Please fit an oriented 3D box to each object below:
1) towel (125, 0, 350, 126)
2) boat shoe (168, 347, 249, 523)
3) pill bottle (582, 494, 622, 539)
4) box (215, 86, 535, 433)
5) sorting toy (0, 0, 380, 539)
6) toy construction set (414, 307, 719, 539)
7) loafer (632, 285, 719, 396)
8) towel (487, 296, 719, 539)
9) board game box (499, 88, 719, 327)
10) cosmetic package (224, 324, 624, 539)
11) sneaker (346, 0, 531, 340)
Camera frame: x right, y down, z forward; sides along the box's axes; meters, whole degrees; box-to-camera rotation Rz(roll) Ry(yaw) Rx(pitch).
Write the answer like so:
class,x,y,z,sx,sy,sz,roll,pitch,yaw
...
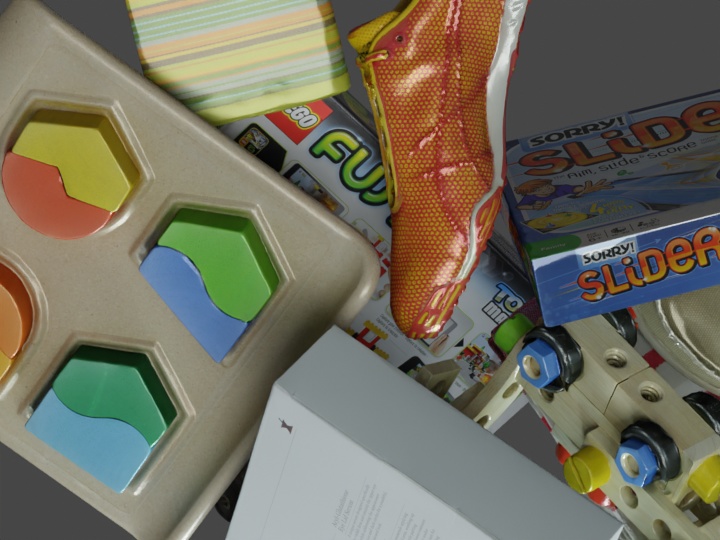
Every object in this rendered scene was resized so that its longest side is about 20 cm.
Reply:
class,x,y,z,sx,sy,sz,roll,pitch,yaw
towel,-0.067,-0.161,1.270,0.086,0.018,0.200,-13,106,1
boat shoe,-0.042,0.091,1.376,0.200,0.073,0.065,42,104,-17
pill bottle,0.128,0.183,1.411,0.104,0.104,0.200,3,98,-8
box,0.000,0.000,1.361,0.110,0.035,0.200,-42,112,12
sorting toy,-0.117,0.007,1.301,0.200,0.036,0.185,37,114,1
toy construction set,0.099,0.091,1.289,0.200,0.092,0.131,35,138,15
loafer,0.209,0.039,1.328,0.200,0.068,0.076,32,76,-9
towel,0.166,0.071,1.360,0.144,0.023,0.200,-34,92,-15
board game box,0.163,-0.040,1.308,0.200,0.135,0.035,-14,114,-1
cosmetic package,0.015,0.138,1.289,0.151,0.052,0.200,33,139,13
sneaker,0.028,-0.070,1.297,0.077,0.073,0.200,7,85,-9
